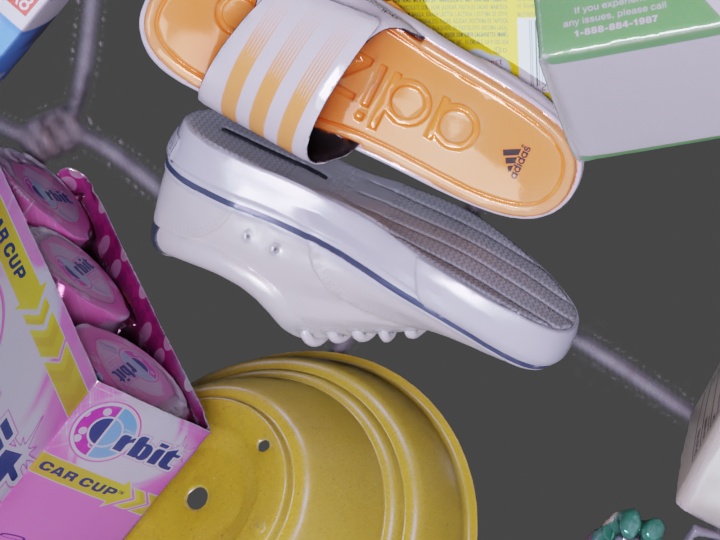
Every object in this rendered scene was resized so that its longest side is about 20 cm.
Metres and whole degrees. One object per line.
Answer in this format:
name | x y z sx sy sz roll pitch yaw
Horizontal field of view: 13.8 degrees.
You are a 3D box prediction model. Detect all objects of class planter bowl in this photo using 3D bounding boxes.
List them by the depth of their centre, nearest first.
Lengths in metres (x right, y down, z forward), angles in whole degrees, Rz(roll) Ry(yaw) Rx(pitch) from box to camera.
planter bowl | -0.055 0.112 1.292 0.199 0.083 0.201 -11 61 21

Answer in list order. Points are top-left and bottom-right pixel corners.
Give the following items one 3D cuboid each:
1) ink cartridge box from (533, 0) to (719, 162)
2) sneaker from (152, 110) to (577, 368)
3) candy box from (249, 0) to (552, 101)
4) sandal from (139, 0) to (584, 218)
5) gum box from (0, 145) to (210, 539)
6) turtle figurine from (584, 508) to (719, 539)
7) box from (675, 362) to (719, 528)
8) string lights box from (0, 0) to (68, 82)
ink cartridge box | 0.140 -0.160 1.187 0.144 0.088 0.201 -9 59 13
sneaker | 0.000 0.000 1.317 0.199 0.073 0.071 28 117 12
candy box | 0.042 -0.125 1.300 0.199 0.026 0.103 1 104 10
sandal | 0.000 -0.079 1.277 0.206 0.059 0.079 24 111 2
gum box | -0.150 0.040 1.301 0.066 0.200 0.114 25 112 -37
turtle figurine | 0.090 0.177 1.226 0.199 0.101 0.151 -6 85 3
box | 0.227 0.022 1.249 0.109 0.128 0.201 27 108 2
string lights box | -0.222 -0.096 1.341 0.103 0.059 0.200 42 107 0
